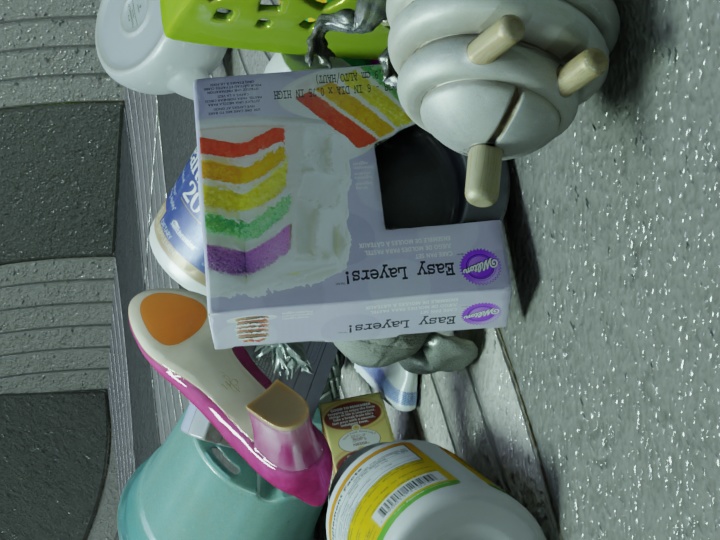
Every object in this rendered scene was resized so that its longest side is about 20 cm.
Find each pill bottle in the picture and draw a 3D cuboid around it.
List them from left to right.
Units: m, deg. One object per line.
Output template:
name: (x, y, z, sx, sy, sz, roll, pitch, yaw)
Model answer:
pill bottle: (-0.076, -0.077, 1.303, 0.200, 0.111, 0.111, -55, 31, 28)
pill bottle: (0.040, 0.172, 1.073, 0.200, 0.110, 0.112, -155, 65, -75)

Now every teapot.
teapot: (-0.234, -0.311, 2.121, 0.197, 0.146, 0.201, 17, 91, 46)

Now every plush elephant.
plush elephant: (0.000, 0.000, 1.146, 0.155, 0.164, 0.201, 26, 105, 52)

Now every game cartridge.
game cartridge: (-0.060, 0.040, 1.254, 0.038, 0.129, 0.201, 18, 85, 39)

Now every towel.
towel: (0.021, 0.001, 1.325, 0.147, 0.024, 0.201, -140, 51, -71)

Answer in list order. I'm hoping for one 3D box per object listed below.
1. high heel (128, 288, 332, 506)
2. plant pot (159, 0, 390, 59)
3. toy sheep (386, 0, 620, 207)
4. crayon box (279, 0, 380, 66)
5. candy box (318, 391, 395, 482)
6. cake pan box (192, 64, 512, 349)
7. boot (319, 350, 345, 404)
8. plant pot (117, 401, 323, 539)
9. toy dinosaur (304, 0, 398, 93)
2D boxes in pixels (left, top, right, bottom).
high heel: (-0.093, 0.088, 1.172, 0.200, 0.067, 0.096, 30, 147, 35)
plant pot: (-0.032, -0.280, 1.186, 0.181, 0.199, 0.200, 140, 128, -65)
toy sheep: (0.075, -0.129, 0.881, 0.138, 0.137, 0.201, 123, 162, -66)
crayon box: (-0.024, -0.187, 1.425, 0.200, 0.058, 0.119, -173, 83, -76)
candy box: (0.014, 0.204, 1.259, 0.200, 0.055, 0.116, -106, 8, -48)
cake pan box: (-0.005, -0.046, 1.067, 0.052, 0.199, 0.185, 92, 174, -61)
boot: (-0.038, 0.011, 1.448, 0.131, 0.067, 0.201, -76, -10, -74)
plant pot: (-0.113, 0.199, 1.572, 0.196, 0.199, 0.201, 118, 149, -49)
toy dinosaur: (0.013, -0.161, 1.044, 0.088, 0.199, 0.047, -67, -5, 29)
